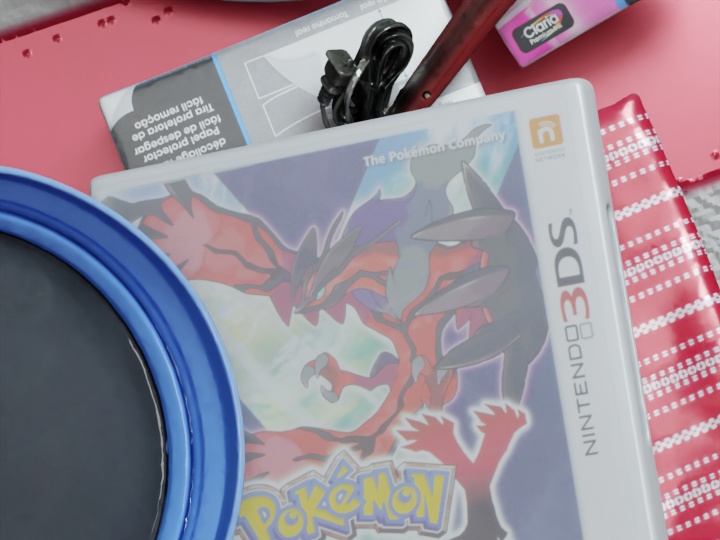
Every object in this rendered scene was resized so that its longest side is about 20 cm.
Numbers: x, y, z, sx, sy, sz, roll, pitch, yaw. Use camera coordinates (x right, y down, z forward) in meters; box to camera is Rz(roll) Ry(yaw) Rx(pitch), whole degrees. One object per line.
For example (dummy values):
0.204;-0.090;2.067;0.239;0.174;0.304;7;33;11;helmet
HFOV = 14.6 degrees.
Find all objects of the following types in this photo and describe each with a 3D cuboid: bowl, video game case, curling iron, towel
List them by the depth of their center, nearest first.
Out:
-0.138;0.064;0.992;0.200;0.039;0.202;5;79;-28;bowl
0.004;0.037;1.043;0.199;0.023;0.183;-11;84;18;video game case
0.057;-0.122;1.058;0.200;0.050;0.026;-46;55;9;curling iron
0.076;0.049;1.060;0.144;0.022;0.201;-21;81;0;towel

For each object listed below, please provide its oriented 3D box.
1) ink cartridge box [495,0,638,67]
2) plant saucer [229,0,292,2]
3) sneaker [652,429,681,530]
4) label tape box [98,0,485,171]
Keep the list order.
0.053;-0.187;1.081;0.094;0.037;0.200;-30;97;15;ink cartridge box
-0.058;-0.171;1.053;0.199;0.200;0.050;9;65;-1;plant saucer
0.137;0.077;1.106;0.074;0.082;0.200;40;84;4;sneaker
0.000;0.000;1.117;0.144;0.063;0.201;-22;86;-3;label tape box
